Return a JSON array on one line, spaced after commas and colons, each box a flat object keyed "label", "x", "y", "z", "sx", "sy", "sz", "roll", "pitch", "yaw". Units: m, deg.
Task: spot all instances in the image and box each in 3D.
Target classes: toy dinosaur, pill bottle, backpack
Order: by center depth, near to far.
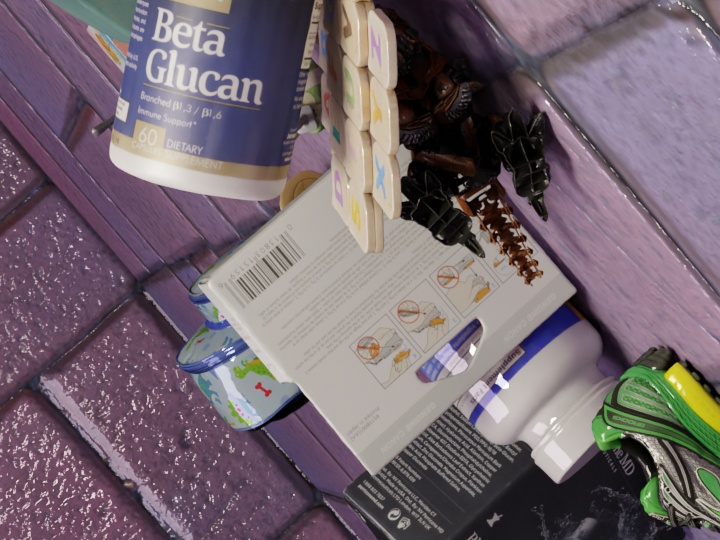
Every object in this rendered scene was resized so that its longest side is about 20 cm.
[{"label": "pill bottle", "x": -0.081, "y": -0.151, "z": 1.229, "sx": 0.111, "sy": 0.201, "sz": 0.111, "roll": 11, "pitch": -170, "yaw": -2}, {"label": "toy dinosaur", "x": 0.065, "y": -0.077, "z": 1.285, "sx": 0.200, "sy": 0.102, "sz": 0.136, "roll": 34, "pitch": -169, "yaw": -22}, {"label": "pill bottle", "x": 0.102, "y": 0.052, "z": 1.459, "sx": 0.200, "sy": 0.112, "sz": 0.112, "roll": 45, "pitch": 169, "yaw": 13}, {"label": "backpack", "x": -0.079, "y": 0.043, "z": 1.906, "sx": 0.147, "sy": 0.200, "sz": 0.183, "roll": 51, "pitch": 170, "yaw": -12}]

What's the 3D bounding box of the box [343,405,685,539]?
[{"label": "box", "x": 0.125, "y": 0.193, "z": 1.616, "sx": 0.117, "sy": 0.200, "sz": 0.197, "roll": 38, "pitch": 165, "yaw": 47}]

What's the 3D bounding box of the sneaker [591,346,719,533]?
[{"label": "sneaker", "x": 0.233, "y": 0.150, "z": 1.347, "sx": 0.200, "sy": 0.085, "sz": 0.078, "roll": 46, "pitch": 169, "yaw": 11}]

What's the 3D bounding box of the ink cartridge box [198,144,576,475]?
[{"label": "ink cartridge box", "x": 0.020, "y": 0.010, "z": 1.393, "sx": 0.174, "sy": 0.200, "sz": 0.044, "roll": 50, "pitch": 167, "yaw": -6}]

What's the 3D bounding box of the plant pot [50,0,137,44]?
[{"label": "plant pot", "x": -0.205, "y": -0.266, "z": 1.510, "sx": 0.200, "sy": 0.141, "sz": 0.141, "roll": 46, "pitch": 171, "yaw": -22}]

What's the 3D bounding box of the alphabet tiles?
[{"label": "alphabet tiles", "x": -0.006, "y": -0.116, "z": 1.246, "sx": 0.196, "sy": 0.015, "sz": 0.201, "roll": -120, "pitch": 25, "yaw": -64}]

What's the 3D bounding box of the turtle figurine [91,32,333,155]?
[{"label": "turtle figurine", "x": -0.080, "y": -0.119, "z": 1.430, "sx": 0.194, "sy": 0.144, "sz": 0.201, "roll": 35, "pitch": -137, "yaw": -53}]

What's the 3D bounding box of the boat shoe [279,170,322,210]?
[{"label": "boat shoe", "x": 0.000, "y": 0.000, "z": 1.780, "sx": 0.200, "sy": 0.074, "sz": 0.069, "roll": 48, "pitch": 163, "yaw": -2}]

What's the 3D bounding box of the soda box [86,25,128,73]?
[{"label": "soda box", "x": -0.161, "y": -0.169, "z": 1.859, "sx": 0.200, "sy": 0.064, "sz": 0.068, "roll": 49, "pitch": 169, "yaw": -6}]
